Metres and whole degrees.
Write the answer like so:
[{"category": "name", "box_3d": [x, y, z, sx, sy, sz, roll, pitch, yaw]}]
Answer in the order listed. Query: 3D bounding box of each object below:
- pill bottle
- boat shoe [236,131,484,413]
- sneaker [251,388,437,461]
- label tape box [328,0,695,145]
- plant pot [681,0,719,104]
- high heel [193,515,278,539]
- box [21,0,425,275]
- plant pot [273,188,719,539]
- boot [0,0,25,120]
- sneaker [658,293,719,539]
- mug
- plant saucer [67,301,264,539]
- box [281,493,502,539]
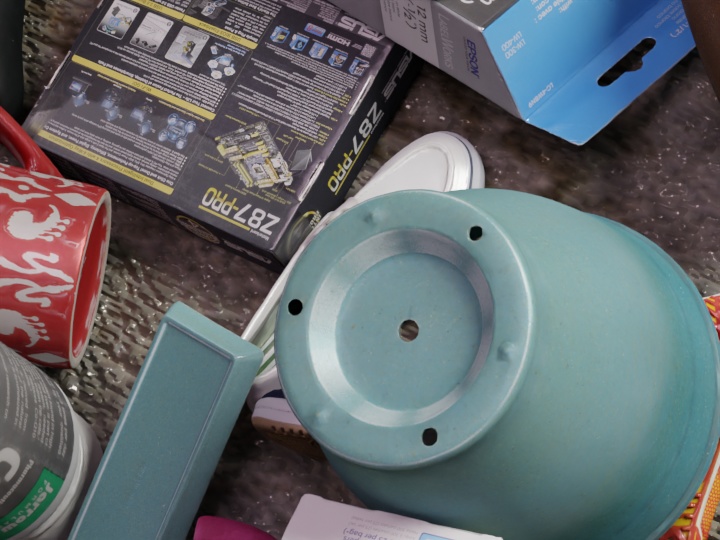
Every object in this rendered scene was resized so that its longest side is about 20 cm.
[{"category": "pill bottle", "box_3d": [-0.225, 0.089, 1.511, 0.113, 0.200, 0.113, -8, 68, 19]}, {"category": "boat shoe", "box_3d": [0.000, 0.000, 1.541, 0.074, 0.067, 0.200, 28, 80, 29]}, {"category": "sneaker", "box_3d": [0.043, 0.054, 1.497, 0.200, 0.070, 0.109, 4, 74, 16]}, {"category": "label tape box", "box_3d": [0.094, -0.173, 1.557, 0.200, 0.066, 0.143, 33, 62, 32]}, {"category": "plant pot", "box_3d": [0.243, -0.168, 1.470, 0.187, 0.187, 0.200, -34, 47, 4]}, {"category": "high heel", "box_3d": [-0.096, 0.229, 1.473, 0.096, 0.067, 0.200, 27, 75, 19]}, {"category": "box", "box_3d": [-0.084, -0.105, 1.631, 0.200, 0.049, 0.161, 24, 75, 28]}, {"category": "plant pot", "box_3d": [0.057, 0.047, 1.339, 0.200, 0.188, 0.200, -6, 75, 23]}, {"category": "boot", "box_3d": [-0.200, -0.195, 1.708, 0.162, 0.073, 0.198, -25, 63, 3]}, {"category": "sneaker", "box_3d": [0.170, 0.108, 1.430, 0.073, 0.077, 0.200, 31, 98, 26]}, {"category": "mug", "box_3d": [-0.249, -0.034, 1.585, 0.200, 0.133, 0.178, 11, 89, 3]}, {"category": "plant saucer", "box_3d": [-0.121, 0.120, 1.526, 0.070, 0.019, 0.200, 29, 100, 29]}, {"category": "box", "box_3d": [0.024, 0.213, 1.350, 0.112, 0.200, 0.101, 10, 57, 25]}]
